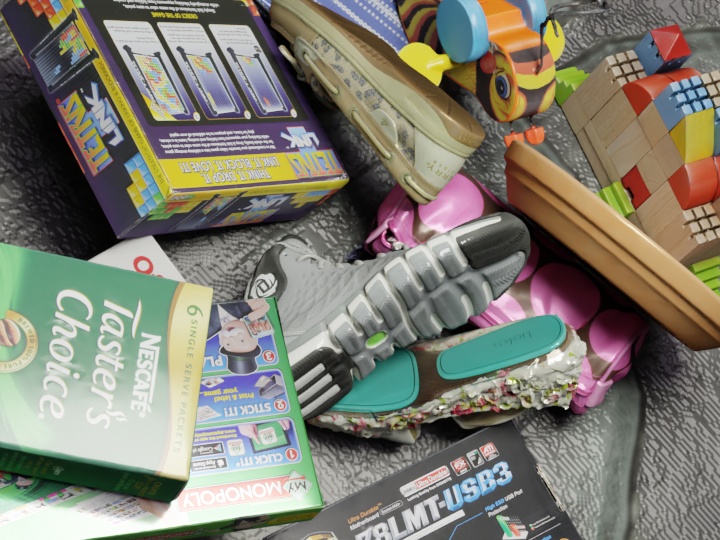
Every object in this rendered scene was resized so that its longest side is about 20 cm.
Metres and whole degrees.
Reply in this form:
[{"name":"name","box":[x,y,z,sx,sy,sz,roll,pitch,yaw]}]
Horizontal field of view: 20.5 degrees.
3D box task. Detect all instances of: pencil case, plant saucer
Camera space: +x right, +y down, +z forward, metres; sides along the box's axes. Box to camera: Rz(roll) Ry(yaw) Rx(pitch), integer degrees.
[{"name":"pencil case","box":[0.096,0.013,1.328,0.200,0.091,0.094,36,23,-1]},{"name":"plant saucer","box":[0.167,-0.010,1.303,0.200,0.200,0.037,39,92,-1]}]

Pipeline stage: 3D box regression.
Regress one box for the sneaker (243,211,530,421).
[{"name":"sneaker","box":[0.000,0.000,1.258,0.200,0.075,0.116,-32,48,-8]}]

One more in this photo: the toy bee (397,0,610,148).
[{"name":"toy bee","box":[0.087,-0.139,1.350,0.131,0.200,0.109,-8,110,-8]}]

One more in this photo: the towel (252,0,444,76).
[{"name":"towel","box":[0.024,-0.214,1.446,0.145,0.024,0.200,38,60,-4]}]

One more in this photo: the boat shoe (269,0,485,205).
[{"name":"boat shoe","box":[-0.003,-0.120,1.306,0.073,0.063,0.200,17,21,-48]}]

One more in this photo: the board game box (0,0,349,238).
[{"name":"board game box","box":[-0.113,-0.108,1.266,0.200,0.057,0.165,-8,67,-58]}]

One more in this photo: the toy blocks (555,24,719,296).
[{"name":"toy blocks","box":[0.220,-0.088,1.394,0.100,0.137,0.200,-17,73,-27]}]

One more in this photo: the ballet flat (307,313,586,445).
[{"name":"ballet flat","box":[0.047,0.079,1.269,0.200,0.064,0.076,-10,38,10]}]

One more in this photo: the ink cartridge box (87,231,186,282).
[{"name":"ink cartridge box","box":[-0.172,0.088,1.186,0.200,0.083,0.147,-33,81,-30]}]

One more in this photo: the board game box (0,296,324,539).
[{"name":"board game box","box":[-0.131,0.089,1.135,0.200,0.029,0.135,-5,68,-22]}]

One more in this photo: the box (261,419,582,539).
[{"name":"box","box":[0.060,0.218,1.239,0.200,0.050,0.199,-24,75,-30]}]

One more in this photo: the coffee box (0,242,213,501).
[{"name":"coffee box","box":[-0.185,0.048,1.092,0.200,0.044,0.123,14,62,-13]}]
